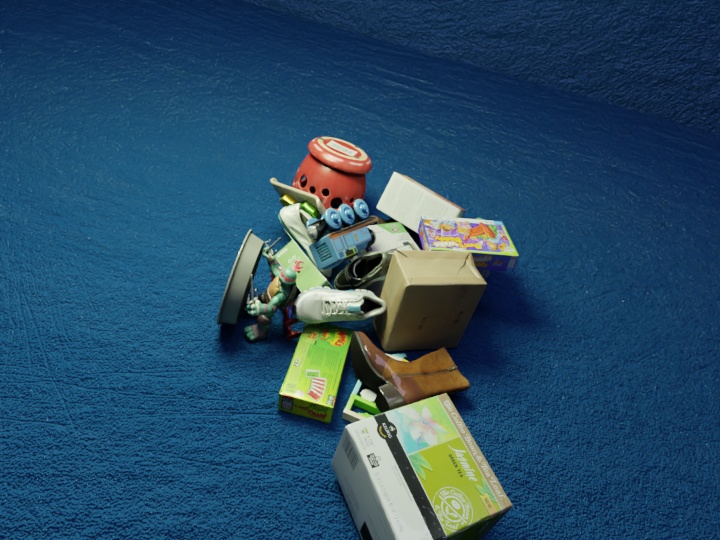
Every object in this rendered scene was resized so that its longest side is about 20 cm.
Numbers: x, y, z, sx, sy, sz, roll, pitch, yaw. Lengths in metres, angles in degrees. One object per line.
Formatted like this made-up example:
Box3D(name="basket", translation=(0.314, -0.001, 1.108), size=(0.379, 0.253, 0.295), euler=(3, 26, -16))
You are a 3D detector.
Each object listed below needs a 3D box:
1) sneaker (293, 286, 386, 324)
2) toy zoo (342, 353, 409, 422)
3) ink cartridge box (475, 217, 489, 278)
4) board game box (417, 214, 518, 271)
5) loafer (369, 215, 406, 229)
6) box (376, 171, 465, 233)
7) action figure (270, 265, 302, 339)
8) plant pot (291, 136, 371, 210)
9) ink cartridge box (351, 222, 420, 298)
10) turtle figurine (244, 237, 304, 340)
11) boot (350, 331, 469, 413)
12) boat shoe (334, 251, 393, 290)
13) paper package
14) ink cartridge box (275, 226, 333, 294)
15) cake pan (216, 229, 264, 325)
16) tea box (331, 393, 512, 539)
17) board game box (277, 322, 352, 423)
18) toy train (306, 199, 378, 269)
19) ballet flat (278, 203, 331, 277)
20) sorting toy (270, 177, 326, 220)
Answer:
Box3D(name="sneaker", translation=(-0.036, 0.069, 1.084), size=(0.196, 0.077, 0.086), euler=(-4, 3, -26))
Box3D(name="toy zoo", translation=(0.058, 0.232, 1.054), size=(0.129, 0.021, 0.201), euler=(21, 40, 10))
Box3D(name="ink cartridge box", translation=(0.260, -0.017, 1.315), size=(0.083, 0.148, 0.199), euler=(29, 40, 22))
Box3D(name="board game box", translation=(0.236, -0.062, 1.209), size=(0.195, 0.045, 0.136), euler=(4, 38, -9))
Box3D(name="loafer", translation=(0.048, -0.105, 1.421), size=(0.198, 0.072, 0.073), euler=(-19, 48, -36))
Box3D(name="box", translation=(0.164, -0.162, 1.434), size=(0.198, 0.108, 0.152), euler=(31, 13, 11))
Box3D(name="action figure", translation=(-0.161, 0.056, 1.170), size=(0.051, 0.066, 0.201), euler=(-18, 44, -10))
Box3D(name="plant pot", translation=(-0.076, -0.239, 1.433), size=(0.196, 0.185, 0.202), euler=(16, 29, -9))
Box3D(name="ink cartridge box", translation=(0.071, -0.018, 1.300), size=(0.143, 0.085, 0.201), euler=(-9, 43, -24))
Box3D(name="turtle figurine", translation=(-0.176, 0.042, 1.063), size=(0.099, 0.201, 0.151), euler=(23, 42, -11))
Box3D(name="boot", translation=(0.094, 0.177, 1.060), size=(0.197, 0.069, 0.189), euler=(-12, 45, -30))
Box3D(name="boat shoe", translation=(0.000, 0.000, 1.191), size=(0.063, 0.198, 0.072), euler=(17, 61, -40))
Box3D(name="paper package", translation=(0.141, 0.066, 1.138), size=(0.186, 0.203, 0.104), euler=(0, 41, -17))
Box3D(name="ink cartridge box", translation=(-0.129, 0.003, 1.202), size=(0.059, 0.104, 0.200), euler=(-39, 55, -5))
Box3D(name="cake pan", translation=(-0.238, 0.019, 1.090), size=(0.036, 0.202, 0.202), euler=(19, 37, -8))
Box3D(name="tea box", translation=(0.086, 0.331, 0.839), size=(0.193, 0.135, 0.201), euler=(-10, 49, -27))
Box3D(name="board game box", translation=(-0.083, 0.187, 1.046), size=(0.099, 0.048, 0.202), euler=(14, 39, 1))
Box3D(name="toy train", translation=(-0.035, -0.079, 1.172), size=(0.199, 0.086, 0.116), euler=(-26, 94, -51))
Box3D(name="ballet flat", translation=(-0.108, -0.069, 1.244), size=(0.069, 0.201, 0.070), euler=(-29, 25, 15))
Box3D(name="sorting toy", translation=(-0.125, -0.126, 1.299), size=(0.037, 0.186, 0.199), euler=(-47, 47, -15))
